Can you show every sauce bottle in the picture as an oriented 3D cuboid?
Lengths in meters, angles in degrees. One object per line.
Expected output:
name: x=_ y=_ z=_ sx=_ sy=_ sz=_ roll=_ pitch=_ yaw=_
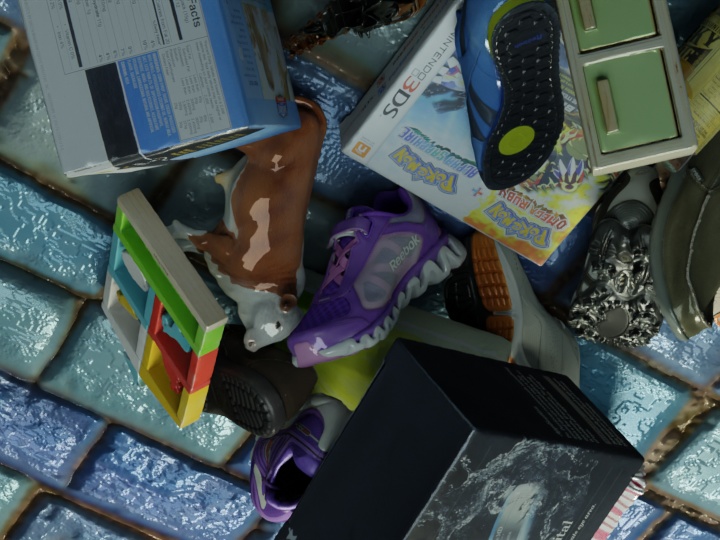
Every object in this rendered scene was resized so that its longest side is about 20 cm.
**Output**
sauce bottle: x=0.277 y=-0.165 z=1.221 sx=0.065 sy=0.065 sz=0.200 roll=40 pitch=94 yaw=-25

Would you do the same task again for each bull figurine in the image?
bull figurine: x=-0.088 y=-0.041 z=1.291 sx=0.121 sy=0.065 sz=0.201 roll=12 pitch=96 yaw=-5

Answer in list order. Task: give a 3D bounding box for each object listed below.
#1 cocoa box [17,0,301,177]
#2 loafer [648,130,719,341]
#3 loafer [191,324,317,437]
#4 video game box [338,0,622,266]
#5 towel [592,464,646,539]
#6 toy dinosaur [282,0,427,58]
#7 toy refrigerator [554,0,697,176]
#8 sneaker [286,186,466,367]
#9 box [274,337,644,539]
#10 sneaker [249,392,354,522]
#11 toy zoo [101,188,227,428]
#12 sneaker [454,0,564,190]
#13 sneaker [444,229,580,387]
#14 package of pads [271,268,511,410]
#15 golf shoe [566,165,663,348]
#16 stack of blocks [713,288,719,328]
cocoa box: x=-0.131 y=-0.144 z=1.147 sx=0.131 sy=0.200 sz=0.134 roll=-14 pitch=93 yaw=9
loafer: x=0.265 y=-0.043 z=1.247 sx=0.069 sy=0.201 sz=0.075 roll=0 pitch=155 yaw=29
loafer: x=-0.101 y=0.079 z=1.353 sx=0.071 sy=0.200 sz=0.073 roll=-27 pitch=122 yaw=-27
video game box: x=0.114 y=-0.120 z=1.284 sx=0.199 sy=0.047 sz=0.182 roll=28 pitch=121 yaw=-19
towel: x=0.161 y=0.219 z=1.491 sx=0.146 sy=0.030 sz=0.200 roll=7 pitch=146 yaw=-6
toy dinosaur: x=0.018 y=-0.207 z=1.188 sx=0.102 sy=0.135 sz=0.200 roll=46 pitch=121 yaw=22
toy refrigerator: x=0.178 y=-0.174 z=1.169 sx=0.076 sy=0.070 sz=0.201 roll=-12 pitch=88 yaw=8
sneaker: x=0.000 y=0.000 z=1.297 sx=0.080 sy=0.200 sz=0.089 roll=-11 pitch=113 yaw=42
box: x=0.076 y=0.175 z=1.271 sx=0.199 sy=0.117 sz=0.197 roll=14 pitch=114 yaw=-41
sneaker: x=-0.059 y=0.165 z=1.352 sx=0.080 sy=0.084 sz=0.200 roll=36 pitch=150 yaw=2
toy zoo: x=-0.161 y=0.041 z=1.323 sx=0.020 sy=0.131 sz=0.200 roll=-26 pitch=157 yaw=-26
sneaker: x=0.104 y=-0.145 z=1.212 sx=0.066 sy=0.079 sz=0.201 roll=-22 pitch=142 yaw=-13
sneaker: x=0.136 y=0.051 z=1.397 sx=0.076 sy=0.092 sz=0.201 roll=2 pitch=114 yaw=46
package of pads: x=0.014 y=0.102 z=1.388 sx=0.199 sy=0.068 sz=0.155 roll=20 pitch=125 yaw=14
golf shoe: x=0.218 y=-0.008 z=1.349 sx=0.077 sy=0.095 sz=0.200 roll=14 pitch=151 yaw=5
stack of blocks: x=0.346 y=-0.047 z=1.297 sx=0.200 sy=0.115 sz=0.059 roll=-34 pitch=119 yaw=20
